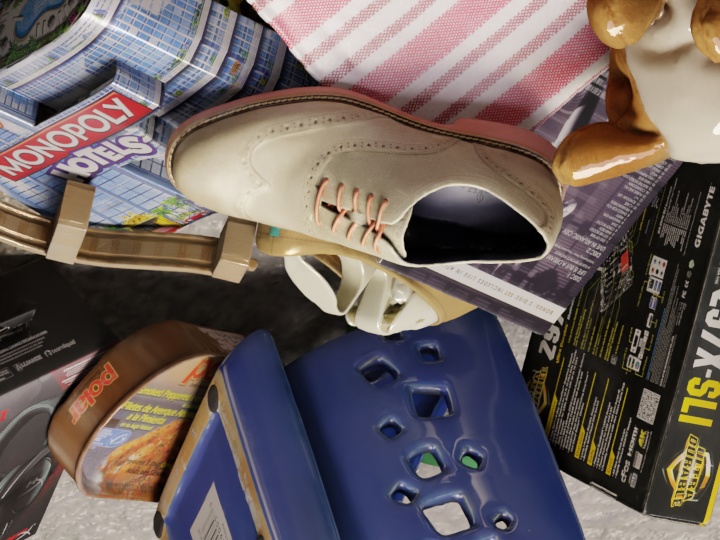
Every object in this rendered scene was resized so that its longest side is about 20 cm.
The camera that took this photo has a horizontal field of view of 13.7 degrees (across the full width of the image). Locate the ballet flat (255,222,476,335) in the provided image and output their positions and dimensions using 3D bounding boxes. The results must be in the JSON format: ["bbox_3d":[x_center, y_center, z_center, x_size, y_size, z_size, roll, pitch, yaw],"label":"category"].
[{"bbox_3d":[0.000,0.000,1.613,0.069,0.063,0.200,9,163,35],"label":"ballet flat"}]

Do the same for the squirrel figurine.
[{"bbox_3d":[0.179,-0.157,1.454,0.200,0.141,0.187,-31,114,-47],"label":"squirrel figurine"}]

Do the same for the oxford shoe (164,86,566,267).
[{"bbox_3d":[0.002,-0.042,1.467,0.200,0.074,0.071,3,121,1],"label":"oxford shoe"}]

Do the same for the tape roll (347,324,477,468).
[{"bbox_3d":[0.093,0.041,1.830,0.200,0.048,0.201,-10,140,-9],"label":"tape roll"}]

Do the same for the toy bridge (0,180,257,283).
[{"bbox_3d":[-0.151,-0.025,1.569,0.200,0.027,0.067,14,160,-8],"label":"toy bridge"}]

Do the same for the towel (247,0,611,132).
[{"bbox_3d":[0.031,-0.145,1.485,0.146,0.030,0.200,-38,112,7],"label":"towel"}]

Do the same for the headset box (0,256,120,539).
[{"bbox_3d":[-0.232,0.091,1.699,0.149,0.077,0.200,-26,154,-43],"label":"headset box"}]

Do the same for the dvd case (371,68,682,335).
[{"bbox_3d":[0.111,-0.064,1.586,0.149,0.016,0.200,23,109,-47],"label":"dvd case"}]

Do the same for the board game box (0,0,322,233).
[{"bbox_3d":[-0.148,-0.090,1.530,0.200,0.062,0.200,24,153,-31],"label":"board game box"}]

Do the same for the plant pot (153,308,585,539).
[{"bbox_3d":[-0.005,0.153,1.722,0.179,0.200,0.200,1,138,-25],"label":"plant pot"}]

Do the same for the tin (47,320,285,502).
[{"bbox_3d":[-0.108,0.082,1.751,0.112,0.042,0.200,-45,158,13],"label":"tin"}]

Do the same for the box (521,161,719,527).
[{"bbox_3d":[0.160,0.025,1.681,0.049,0.160,0.200,11,96,-27],"label":"box"}]

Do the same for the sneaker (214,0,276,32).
[{"bbox_3d":[-0.052,-0.151,1.522,0.200,0.085,0.075,-10,139,-10],"label":"sneaker"}]
